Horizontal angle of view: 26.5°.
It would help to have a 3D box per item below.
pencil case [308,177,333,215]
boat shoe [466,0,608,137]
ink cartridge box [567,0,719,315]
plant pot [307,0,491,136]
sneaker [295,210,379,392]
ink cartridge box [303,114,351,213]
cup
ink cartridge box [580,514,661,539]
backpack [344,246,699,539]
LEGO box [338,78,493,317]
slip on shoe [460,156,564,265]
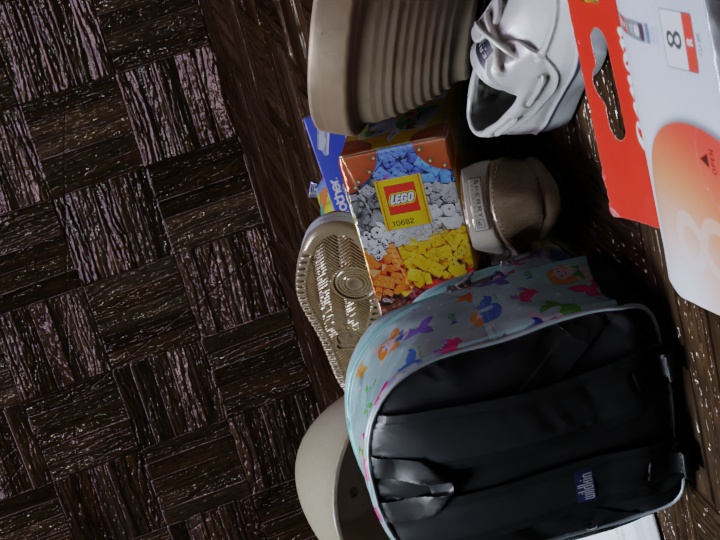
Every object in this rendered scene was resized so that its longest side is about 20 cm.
[{"bbox_3d":[0.004,-0.012,1.379,0.089,0.088,0.201,81,180,-52],"label":"pencil case"},{"bbox_3d":[0.096,-0.133,0.894,0.200,0.065,0.073,102,149,-74],"label":"boat shoe"},{"bbox_3d":[0.139,-0.074,0.727,0.200,0.050,0.164,29,138,63],"label":"ink cartridge box"},{"bbox_3d":[0.035,-0.178,0.967,0.201,0.092,0.203,13,-90,-82],"label":"plant pot"},{"bbox_3d":[0.000,0.000,1.178,0.201,0.071,0.113,77,-163,-47],"label":"sneaker"},{"bbox_3d":[0.009,-0.085,1.258,0.200,0.044,0.095,-13,-95,-78],"label":"ink cartridge box"},{"bbox_3d":[0.020,0.186,1.379,0.143,0.199,0.202,1,112,55],"label":"cup"},{"bbox_3d":[0.129,0.116,1.124,0.043,0.172,0.202,-34,-70,-52],"label":"ink cartridge box"},{"bbox_3d":[0.089,0.088,0.970,0.151,0.198,0.179,-124,16,-61],"label":"backpack"},{"bbox_3d":[0.049,-0.059,1.106,0.200,0.076,0.150,-75,-27,-63],"label":"LEGO box"},{"bbox_3d":[0.109,-0.046,1.036,0.200,0.060,0.077,13,-113,-79],"label":"slip on shoe"}]
